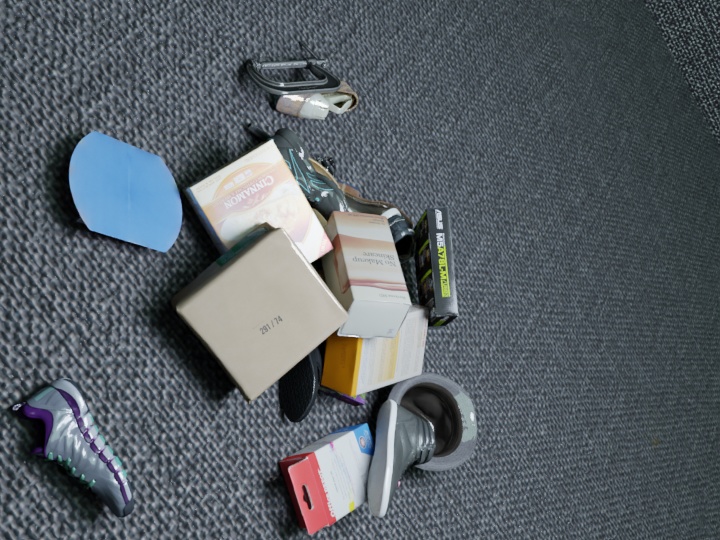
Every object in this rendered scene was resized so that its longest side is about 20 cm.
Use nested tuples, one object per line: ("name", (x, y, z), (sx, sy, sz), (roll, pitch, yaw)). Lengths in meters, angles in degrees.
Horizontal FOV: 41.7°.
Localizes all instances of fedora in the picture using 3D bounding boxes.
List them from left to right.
("fedora", (0.107, 0.276, 1.703), (0.200, 0.090, 0.177), (4, 71, -38))

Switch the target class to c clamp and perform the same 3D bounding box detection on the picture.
("c clamp", (-0.125, -0.353, 1.681), (0.200, 0.027, 0.171), (-18, 49, -43))

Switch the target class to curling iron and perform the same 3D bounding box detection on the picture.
("curling iron", (-0.121, -0.212, 1.674), (0.200, 0.026, 0.050), (26, 95, -36))

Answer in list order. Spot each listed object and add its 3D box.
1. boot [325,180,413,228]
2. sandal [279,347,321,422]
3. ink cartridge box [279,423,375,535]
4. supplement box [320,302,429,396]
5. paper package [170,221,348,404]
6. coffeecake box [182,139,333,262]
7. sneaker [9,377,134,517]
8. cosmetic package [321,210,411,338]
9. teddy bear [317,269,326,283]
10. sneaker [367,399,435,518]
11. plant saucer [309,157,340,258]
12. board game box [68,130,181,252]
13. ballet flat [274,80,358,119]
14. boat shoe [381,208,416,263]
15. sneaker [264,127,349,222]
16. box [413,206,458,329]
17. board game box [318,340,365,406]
("boot", (0.008, -0.083, 1.747), (0.200, 0.075, 0.097), (24, 67, -29))
("sandal", (-0.089, 0.149, 1.546), (0.048, 0.075, 0.201), (22, 60, -45))
("ink cartridge box", (-0.054, 0.336, 1.522), (0.200, 0.067, 0.116), (-18, 90, -50))
("supplement box", (0.027, 0.128, 1.612), (0.200, 0.073, 0.126), (-8, 110, -51))
("paper package", (-0.154, 0.058, 1.421), (0.200, 0.103, 0.191), (-39, 110, -10))
("coffeecake box", (-0.162, -0.081, 1.501), (0.153, 0.073, 0.200), (-33, 104, -16))
("sneaker", (-0.372, 0.242, 1.219), (0.087, 0.074, 0.200), (-29, 89, -35))
("cosmetic package", (0.004, 0.005, 1.523), (0.103, 0.087, 0.200), (4, 46, -21))
("teddy bear", (0.000, 0.000, 1.672), (0.200, 0.067, 0.145), (3, 54, -57))
("sneaker", (0.072, 0.316, 1.549), (0.099, 0.071, 0.200), (23, 53, -18))
("plant saucer", (-0.110, -0.107, 1.626), (0.200, 0.035, 0.201), (17, 60, -32))
("board game box", (-0.350, -0.109, 1.383), (0.200, 0.039, 0.158), (19, 57, -48))
("ballet flat", (-0.071, -0.309, 1.727), (0.067, 0.068, 0.200), (43, 38, 18))
("boat shoe", (0.069, -0.044, 1.732), (0.060, 0.076, 0.200), (54, 0, 22))
("sneaker", (-0.099, -0.141, 1.591), (0.079, 0.075, 0.200), (-39, 89, -29))
("box", (0.133, 0.001, 1.709), (0.047, 0.200, 0.194), (-2, 79, -5))
("board game box", (-0.031, 0.124, 1.655), (0.120, 0.032, 0.200), (26, 58, -36))
